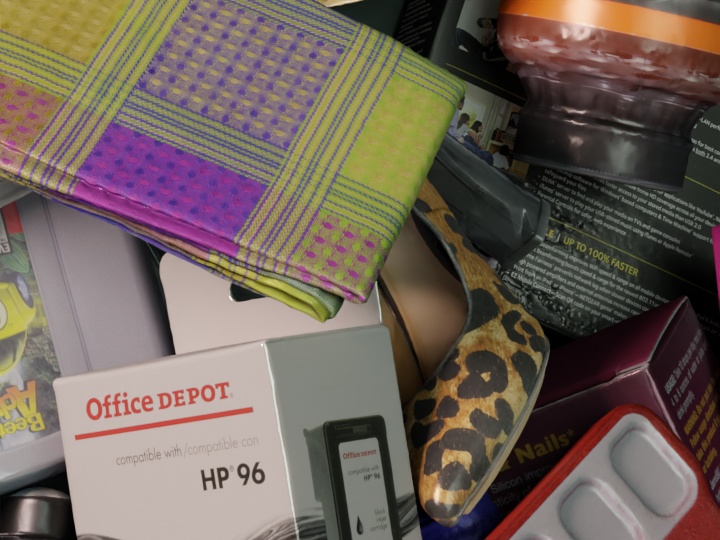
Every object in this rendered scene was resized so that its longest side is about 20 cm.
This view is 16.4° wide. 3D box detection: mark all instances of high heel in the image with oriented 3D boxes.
[{"bbox_3d":[0.000,0.000,0.933,0.142,0.071,0.200,33,36,-17],"label":"high heel"}]

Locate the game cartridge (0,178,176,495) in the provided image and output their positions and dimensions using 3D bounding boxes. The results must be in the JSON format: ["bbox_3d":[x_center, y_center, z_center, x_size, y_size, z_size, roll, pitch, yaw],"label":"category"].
[{"bbox_3d":[-0.168,0.024,0.942,0.200,0.041,0.133,-12,81,-26],"label":"game cartridge"}]

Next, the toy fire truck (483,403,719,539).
[{"bbox_3d":[0.090,0.159,0.868,0.168,0.112,0.200,48,52,2],"label":"toy fire truck"}]

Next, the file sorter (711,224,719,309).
[{"bbox_3d":[0.248,0.068,1.033,0.200,0.125,0.139,42,38,-45],"label":"file sorter"}]

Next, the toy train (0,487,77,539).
[{"bbox_3d":[-0.106,0.185,0.946,0.114,0.085,0.201,11,76,-37],"label":"toy train"}]

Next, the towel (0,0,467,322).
[{"bbox_3d":[-0.071,-0.064,0.888,0.200,0.023,0.144,22,45,4],"label":"towel"}]

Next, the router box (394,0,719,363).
[{"bbox_3d":[0.099,-0.037,1.079,0.200,0.051,0.150,24,74,-20],"label":"router box"}]

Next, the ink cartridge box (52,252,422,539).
[{"bbox_3d":[-0.042,0.086,0.891,0.068,0.116,0.201,-5,85,-48],"label":"ink cartridge box"}]

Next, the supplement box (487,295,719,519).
[{"bbox_3d":[0.108,0.133,1.008,0.200,0.131,0.103,65,22,-6],"label":"supplement box"}]

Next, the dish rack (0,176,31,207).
[{"bbox_3d":[-0.168,-0.105,0.944,0.200,0.044,0.172,-30,84,-30],"label":"dish rack"}]

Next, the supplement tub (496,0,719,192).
[{"bbox_3d":[0.115,-0.135,1.002,0.107,0.107,0.201,9,94,-24],"label":"supplement tub"}]

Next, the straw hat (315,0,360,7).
[{"bbox_3d":[0.005,-0.166,1.025,0.201,0.201,0.085,-61,150,-18],"label":"straw hat"}]

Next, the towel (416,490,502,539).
[{"bbox_3d":[0.024,0.185,0.966,0.049,0.148,0.200,-26,97,-39],"label":"towel"}]
